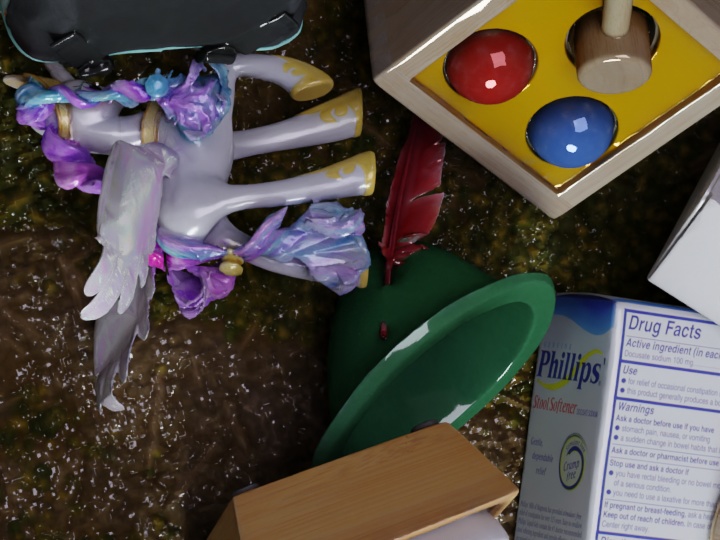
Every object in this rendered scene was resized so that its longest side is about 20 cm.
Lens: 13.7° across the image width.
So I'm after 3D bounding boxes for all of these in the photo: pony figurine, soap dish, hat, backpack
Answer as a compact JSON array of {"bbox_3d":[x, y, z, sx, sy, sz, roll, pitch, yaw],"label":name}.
[{"bbox_3d":[-0.094,-0.037,1.615,0.200,0.167,0.193,1,62,-7],"label":"pony figurine"},{"bbox_3d":[-0.013,0.158,1.626,0.157,0.200,0.081,-19,75,-19],"label":"soap dish"},{"bbox_3d":[0.000,0.000,1.698,0.200,0.166,0.176,-27,65,-35],"label":"hat"},{"bbox_3d":[-0.117,-0.223,1.576,0.176,0.153,0.200,-7,56,-16],"label":"backpack"}]

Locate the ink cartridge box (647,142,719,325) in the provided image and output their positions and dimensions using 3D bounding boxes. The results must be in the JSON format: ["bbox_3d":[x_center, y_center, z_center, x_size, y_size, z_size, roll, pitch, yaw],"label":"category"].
[{"bbox_3d":[0.284,-0.007,1.705,0.200,0.084,0.145,33,44,1],"label":"ink cartridge box"}]

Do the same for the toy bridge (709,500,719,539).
[{"bbox_3d":[0.232,0.162,1.691,0.067,0.027,0.200,-7,94,-20],"label":"toy bridge"}]

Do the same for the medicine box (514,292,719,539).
[{"bbox_3d":[0.196,0.123,1.746,0.182,0.103,0.200,8,88,-21],"label":"medicine box"}]

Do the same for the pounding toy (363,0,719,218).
[{"bbox_3d":[0.119,-0.143,1.618,0.200,0.142,0.184,-35,129,26],"label":"pounding toy"}]

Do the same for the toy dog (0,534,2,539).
[{"bbox_3d":[-0.193,0.214,1.559,0.140,0.194,0.200,-46,113,-1],"label":"toy dog"}]
